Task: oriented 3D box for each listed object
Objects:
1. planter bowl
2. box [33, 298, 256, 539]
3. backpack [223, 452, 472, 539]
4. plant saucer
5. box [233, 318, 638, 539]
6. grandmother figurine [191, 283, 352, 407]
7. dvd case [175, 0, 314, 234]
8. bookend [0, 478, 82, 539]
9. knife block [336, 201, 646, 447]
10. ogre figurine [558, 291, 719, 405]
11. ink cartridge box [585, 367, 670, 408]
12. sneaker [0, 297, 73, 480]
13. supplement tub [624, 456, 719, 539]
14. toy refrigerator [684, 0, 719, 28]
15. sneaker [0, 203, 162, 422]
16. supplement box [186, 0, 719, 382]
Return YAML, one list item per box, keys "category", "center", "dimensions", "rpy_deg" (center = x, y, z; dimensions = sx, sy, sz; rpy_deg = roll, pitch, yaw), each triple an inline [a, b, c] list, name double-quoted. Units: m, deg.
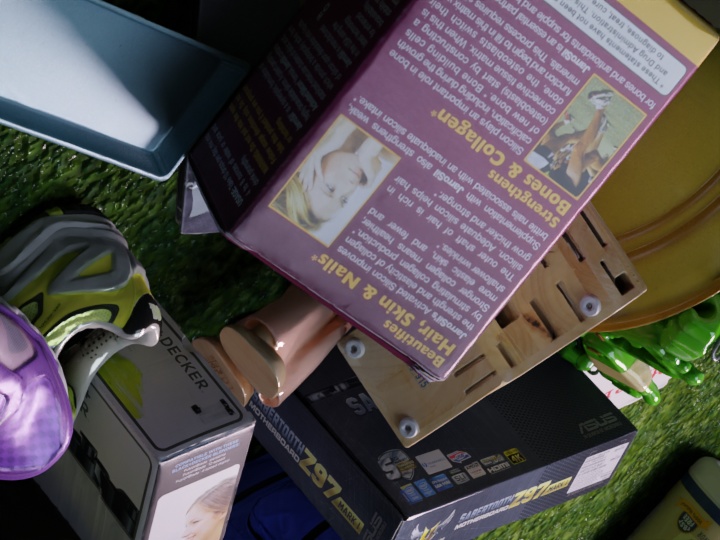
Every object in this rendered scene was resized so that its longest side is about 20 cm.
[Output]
- category: "planter bowl"
  center: [0.139, -0.072, 1.178]
  dimensions: [0.200, 0.200, 0.084]
  rpy_deg: [-43, 124, -3]
- category: "box"
  center: [-0.126, 0.114, 1.164]
  dimensions: [0.060, 0.117, 0.201]
  rpy_deg: [-19, 144, -34]
- category: "backpack"
  center: [-0.010, 0.185, 1.324]
  dimensions: [0.162, 0.200, 0.169]
  rpy_deg: [-17, 133, -33]
- category: "plant saucer"
  center: [-0.133, -0.091, 0.955]
  dimensions: [0.070, 0.019, 0.199]
  rpy_deg: [-51, 144, 16]
- category: "box"
  center: [0.037, 0.076, 1.281]
  dimensions: [0.199, 0.158, 0.051]
  rpy_deg: [-13, 140, -43]
- category: "grandmother figurine"
  center: [0.000, 0.000, 1.215]
  dimensions: [0.200, 0.061, 0.121]
  rpy_deg: [-37, -164, -30]
- category: "dvd case"
  center: [0.015, -0.090, 1.067]
  dimensions: [0.198, 0.016, 0.150]
  rpy_deg: [-4, 121, -20]
- category: "bookend"
  center: [-0.238, 0.216, 1.172]
  dimensions: [0.198, 0.092, 0.201]
  rpy_deg: [-32, 150, -23]
- category: "knife block"
  center: [0.072, 0.017, 1.150]
  dimensions: [0.200, 0.064, 0.175]
  rpy_deg: [-36, 178, 28]
- category: "ogre figurine"
  center: [0.173, 0.001, 1.234]
  dimensions: [0.120, 0.098, 0.200]
  rpy_deg: [-55, 168, -10]
- category: "ink cartridge box"
  center: [0.150, -0.003, 1.404]
  dimensions: [0.146, 0.083, 0.201]
  rpy_deg: [-23, 144, -35]
- category: "sneaker"
  center: [-0.185, 0.035, 0.953]
  dimensions: [0.080, 0.088, 0.200]
  rpy_deg: [-43, 132, -4]
- category: "supplement tub"
  center: [0.268, 0.269, 1.853]
  dimensions: [0.200, 0.144, 0.144]
  rpy_deg: [-49, 151, 7]
- category: "toy refrigerator"
  center: [0.237, -0.161, 1.324]
  dimensions: [0.200, 0.070, 0.076]
  rpy_deg: [-41, 151, -9]
- category: "sneaker"
  center: [-0.179, 0.058, 1.059]
  dimensions: [0.200, 0.076, 0.075]
  rpy_deg: [-45, 154, 2]
- category: "supplement box"
  center: [0.038, -0.076, 1.004]
  dimensions: [0.131, 0.103, 0.200]
  rpy_deg: [35, 101, -26]
